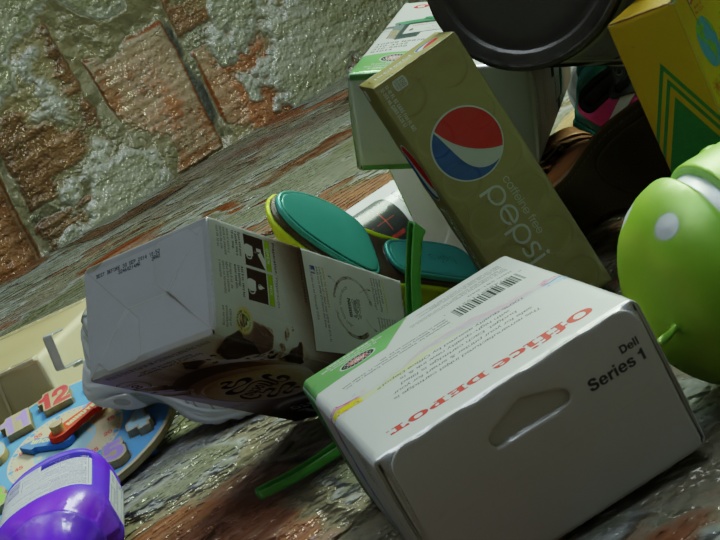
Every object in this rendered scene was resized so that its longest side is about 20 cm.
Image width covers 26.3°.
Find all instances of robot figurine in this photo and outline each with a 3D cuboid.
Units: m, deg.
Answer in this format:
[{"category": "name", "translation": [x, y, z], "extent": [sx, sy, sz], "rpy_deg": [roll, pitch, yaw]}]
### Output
[{"category": "robot figurine", "translation": [0.216, -0.019, 0.769], "extent": [0.199, 0.116, 0.175], "rpy_deg": [-30, 10, -8]}]

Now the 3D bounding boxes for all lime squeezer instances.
[{"category": "lime squeezer", "translation": [0.011, 0.073, 0.990], "extent": [0.038, 0.071, 0.201], "rpy_deg": [24, 81, 46]}]

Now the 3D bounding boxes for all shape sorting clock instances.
[{"category": "shape sorting clock", "translation": [-0.242, 0.142, 1.267], "extent": [0.199, 0.039, 0.200], "rpy_deg": [-23, 22, 10]}]

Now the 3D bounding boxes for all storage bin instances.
[{"category": "storage bin", "translation": [-0.330, 0.123, 1.480], "extent": [0.198, 0.094, 0.200], "rpy_deg": [-24, 12, 17]}]

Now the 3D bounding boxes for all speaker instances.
[{"category": "speaker", "translation": [-0.017, -0.001, 1.334], "extent": [0.200, 0.082, 0.081], "rpy_deg": [-34, 13, -33]}]

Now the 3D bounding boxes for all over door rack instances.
[{"category": "over door rack", "translation": [-0.161, 0.061, 1.385], "extent": [0.147, 0.067, 0.199], "rpy_deg": [-18, -6, 39]}]

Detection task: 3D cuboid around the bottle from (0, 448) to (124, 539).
[{"category": "bottle", "translation": [-0.195, 0.174, 1.005], "extent": [0.083, 0.066, 0.200], "rpy_deg": [-29, 11, -5]}]

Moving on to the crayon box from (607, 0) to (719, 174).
[{"category": "crayon box", "translation": [0.227, -0.124, 0.994], "extent": [0.051, 0.201, 0.127], "rpy_deg": [-17, 15, 37]}]

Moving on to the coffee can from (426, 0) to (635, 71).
[{"category": "coffee can", "translation": [0.151, -0.215, 1.085], "extent": [0.146, 0.147, 0.200], "rpy_deg": [-21, -3, 30]}]

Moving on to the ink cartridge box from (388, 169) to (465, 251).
[{"category": "ink cartridge box", "translation": [0.112, -0.099, 1.367], "extent": [0.067, 0.118, 0.200], "rpy_deg": [-16, 16, 37]}]

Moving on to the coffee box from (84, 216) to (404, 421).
[{"category": "coffee box", "translation": [-0.070, 0.039, 1.020], "extent": [0.113, 0.080, 0.199], "rpy_deg": [-21, -24, 34]}]

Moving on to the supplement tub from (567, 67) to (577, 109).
[{"category": "supplement tub", "translation": [0.277, -0.210, 1.513], "extent": [0.107, 0.107, 0.200], "rpy_deg": [-17, 16, 41]}]

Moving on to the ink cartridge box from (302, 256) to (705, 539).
[{"category": "ink cartridge box", "translation": [0.065, 0.072, 0.796], "extent": [0.144, 0.084, 0.200], "rpy_deg": [-31, 12, -7]}]

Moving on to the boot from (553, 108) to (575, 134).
[{"category": "boot", "translation": [0.281, -0.154, 1.338], "extent": [0.175, 0.066, 0.200], "rpy_deg": [-34, 14, -24]}]

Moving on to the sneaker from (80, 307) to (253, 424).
[{"category": "sneaker", "translation": [-0.142, 0.061, 1.217], "extent": [0.199, 0.100, 0.078], "rpy_deg": [0, 29, 20]}]

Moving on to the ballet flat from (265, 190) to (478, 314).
[{"category": "ballet flat", "translation": [0.000, 0.000, 1.125], "extent": [0.199, 0.067, 0.067], "rpy_deg": [16, -50, -38]}]

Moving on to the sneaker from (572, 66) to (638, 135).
[{"category": "sneaker", "translation": [0.237, -0.146, 1.202], "extent": [0.083, 0.122, 0.200], "rpy_deg": [-4, -5, -36]}]

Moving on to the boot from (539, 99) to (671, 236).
[{"category": "boot", "translation": [0.177, -0.084, 1.159], "extent": [0.200, 0.074, 0.155], "rpy_deg": [-41, 14, 14]}]

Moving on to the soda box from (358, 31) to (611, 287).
[{"category": "soda box", "translation": [0.083, -0.059, 1.036], "extent": [0.068, 0.201, 0.064], "rpy_deg": [-35, 11, -3]}]

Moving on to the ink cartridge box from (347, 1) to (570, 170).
[{"category": "ink cartridge box", "translation": [0.085, -0.155, 1.240], "extent": [0.145, 0.085, 0.200], "rpy_deg": [-1, 25, 15]}]
